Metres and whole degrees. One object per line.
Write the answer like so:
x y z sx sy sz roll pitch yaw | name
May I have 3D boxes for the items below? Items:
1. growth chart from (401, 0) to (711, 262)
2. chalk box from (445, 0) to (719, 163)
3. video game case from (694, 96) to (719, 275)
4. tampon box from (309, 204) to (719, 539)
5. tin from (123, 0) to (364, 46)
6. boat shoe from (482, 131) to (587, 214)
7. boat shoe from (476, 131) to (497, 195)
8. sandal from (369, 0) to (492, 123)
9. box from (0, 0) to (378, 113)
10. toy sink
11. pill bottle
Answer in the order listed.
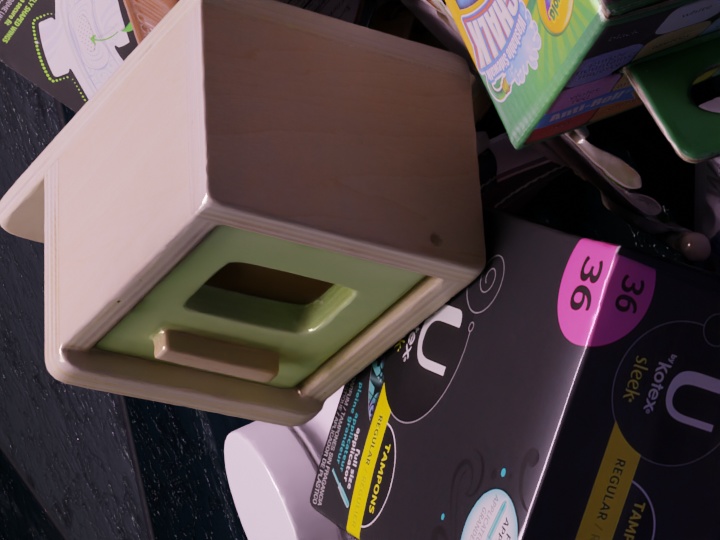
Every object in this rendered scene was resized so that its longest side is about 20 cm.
0.070 -0.073 1.129 0.200 0.018 0.145 43 180 -23 | growth chart
0.101 -0.132 0.995 0.201 0.124 0.124 67 161 12 | chalk box
0.194 0.038 1.075 0.200 0.018 0.144 50 154 46 | video game case
0.087 0.064 1.088 0.200 0.126 0.151 19 91 67 | tampon box
-0.047 -0.125 1.133 0.042 0.112 0.200 37 163 23 | tin
0.041 -0.012 1.288 0.200 0.070 0.067 -30 88 36 | boat shoe
0.000 0.000 1.235 0.200 0.075 0.062 -33 85 40 | boat shoe
0.015 -0.104 1.327 0.081 0.054 0.200 -60 27 5 | sandal
-0.099 -0.156 1.310 0.200 0.149 0.124 35 121 -10 | box
-0.056 -0.011 1.122 0.200 0.130 0.113 -39 46 47 | toy sink
0.043 0.081 1.257 0.112 0.199 0.113 54 155 39 | pill bottle
